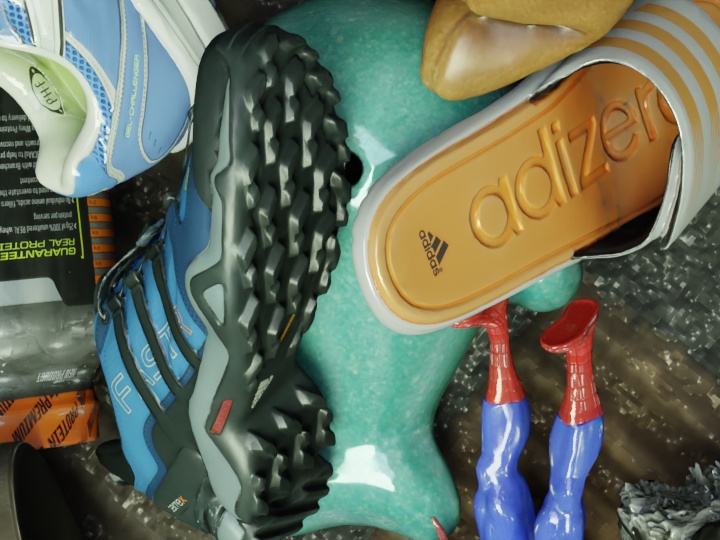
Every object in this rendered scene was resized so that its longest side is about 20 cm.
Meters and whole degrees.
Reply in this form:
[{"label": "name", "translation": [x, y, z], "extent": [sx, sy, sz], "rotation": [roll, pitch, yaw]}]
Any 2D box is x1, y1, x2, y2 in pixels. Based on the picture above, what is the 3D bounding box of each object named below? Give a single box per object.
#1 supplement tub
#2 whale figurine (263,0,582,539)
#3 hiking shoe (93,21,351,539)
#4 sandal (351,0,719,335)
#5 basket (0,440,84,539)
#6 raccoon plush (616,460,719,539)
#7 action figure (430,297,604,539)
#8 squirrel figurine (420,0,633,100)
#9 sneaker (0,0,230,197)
[{"label": "supplement tub", "translation": [-0.152, -0.033, 1.019], "extent": [0.122, 0.123, 0.201], "rotation": [-6, 89, 8]}, {"label": "whale figurine", "translation": [0.000, 0.000, 1.006], "extent": [0.158, 0.104, 0.201], "rotation": [4, 92, 8]}, {"label": "hiking shoe", "translation": [-0.057, 0.006, 0.949], "extent": [0.086, 0.074, 0.201], "rotation": [19, 121, 24]}, {"label": "sandal", "translation": [0.084, -0.036, 0.962], "extent": [0.059, 0.206, 0.080], "rotation": [0, 119, 48]}, {"label": "basket", "translation": [-0.191, 0.140, 0.951], "extent": [0.199, 0.136, 0.181], "rotation": [-19, 81, 4]}, {"label": "raccoon plush", "translation": [0.180, 0.111, 1.010], "extent": [0.134, 0.097, 0.201], "rotation": [-30, 115, -6]}, {"label": "action figure", "translation": [0.061, 0.105, 0.999], "extent": [0.065, 0.052, 0.201], "rotation": [10, 122, 29]}, {"label": "squirrel figurine", "translation": [0.061, -0.164, 0.882], "extent": [0.199, 0.187, 0.142], "rotation": [-15, 71, 10]}, {"label": "sneaker", "translation": [-0.118, -0.115, 0.930], "extent": [0.077, 0.076, 0.200], "rotation": [-44, 106, -31]}]
